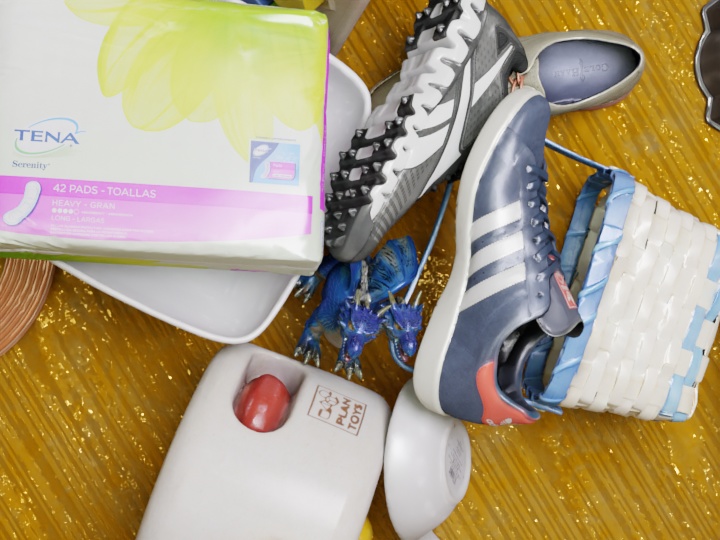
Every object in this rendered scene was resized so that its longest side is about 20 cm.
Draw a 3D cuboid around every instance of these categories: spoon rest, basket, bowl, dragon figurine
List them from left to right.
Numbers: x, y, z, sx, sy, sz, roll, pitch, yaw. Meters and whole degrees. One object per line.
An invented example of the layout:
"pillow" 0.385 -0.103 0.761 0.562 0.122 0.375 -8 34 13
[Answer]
"bowl" -0.112 -0.071 0.819 0.198 0.075 0.202 28 80 -5
"dragon figurine" 0.000 0.000 0.833 0.058 0.201 0.100 23 130 -19
"spoon rest" 0.050 0.155 0.856 0.060 0.100 0.201 -3 133 25
"basket" 0.134 0.012 0.847 0.198 0.139 0.178 22 89 -4

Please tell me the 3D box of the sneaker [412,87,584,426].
"sneaker" 0.099 -0.004 0.763 0.084 0.075 0.202 15 95 28

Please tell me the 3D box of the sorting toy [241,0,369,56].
"sorting toy" -0.077 -0.210 0.821 0.036 0.200 0.185 -41 91 -21

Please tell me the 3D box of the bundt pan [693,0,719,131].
"bundt pan" 0.334 -0.148 0.871 0.199 0.076 0.205 0 92 0

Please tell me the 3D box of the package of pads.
"package of pads" -0.118 -0.083 0.746 0.197 0.068 0.157 3 81 -7

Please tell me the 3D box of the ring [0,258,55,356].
"ring" -0.313 -0.022 0.917 0.198 0.019 0.203 0 91 1

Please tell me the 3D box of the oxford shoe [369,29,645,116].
"oxford shoe" 0.096 -0.130 0.876 0.198 0.074 0.072 -15 92 2

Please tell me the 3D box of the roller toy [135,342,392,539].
"roller toy" -0.058 0.150 0.834 0.138 0.200 0.184 21 75 0

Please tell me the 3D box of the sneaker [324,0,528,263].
"sneaker" 0.049 -0.081 0.793 0.090 0.066 0.201 35 70 -24
